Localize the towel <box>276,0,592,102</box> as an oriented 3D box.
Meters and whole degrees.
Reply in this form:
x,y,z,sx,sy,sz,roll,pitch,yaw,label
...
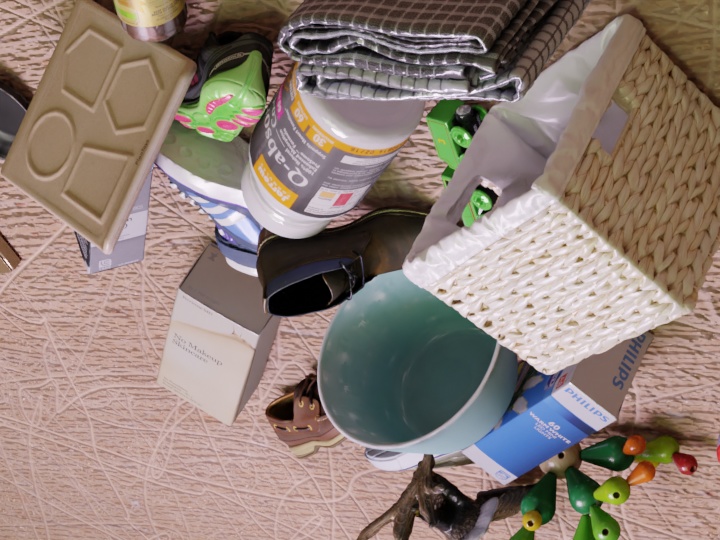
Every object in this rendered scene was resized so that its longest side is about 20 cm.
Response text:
x,y,z,sx,sy,sz,roll,pitch,yaw,label
0.058,-0.200,1.338,0.198,0.166,0.086,6,132,34,towel

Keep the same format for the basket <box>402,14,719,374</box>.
x,y,z,sx,sy,sz,roll,pitch,yaw,label
0.171,-0.051,1.398,0.161,0.199,0.200,40,145,-14,basket

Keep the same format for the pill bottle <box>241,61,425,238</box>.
x,y,z,sx,sy,sz,roll,pitch,yaw,label
-0.030,-0.114,1.554,0.116,0.117,0.200,35,145,-3,pill bottle

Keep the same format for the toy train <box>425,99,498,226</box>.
x,y,z,sx,sy,sz,roll,pitch,yaw,label
0.103,-0.068,1.571,0.056,0.042,0.201,19,144,37,toy train

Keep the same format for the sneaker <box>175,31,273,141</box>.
x,y,z,sx,sy,sz,roll,pitch,yaw,label
-0.123,-0.168,1.608,0.076,0.085,0.199,28,166,-24,sneaker

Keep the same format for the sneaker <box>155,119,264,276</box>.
x,y,z,sx,sy,sz,roll,pitch,yaw,label
-0.136,-0.061,1.733,0.198,0.081,0.147,26,141,1,sneaker

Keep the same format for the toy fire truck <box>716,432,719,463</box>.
x,y,z,sx,sy,sz,roll,pitch,yaw,label
0.392,0.214,1.670,0.200,0.049,0.141,41,145,-11,toy fire truck

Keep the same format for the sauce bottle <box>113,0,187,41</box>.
x,y,z,sx,sy,sz,roll,pitch,yaw,label
-0.193,-0.289,1.521,0.064,0.065,0.201,16,140,23,sauce bottle

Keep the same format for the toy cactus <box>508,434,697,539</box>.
x,y,z,sx,sy,sz,roll,pitch,yaw,label
0.216,0.206,1.739,0.102,0.200,0.165,43,-171,-42,toy cactus

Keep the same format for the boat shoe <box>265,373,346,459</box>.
x,y,z,sx,sy,sz,roll,pitch,yaw,label
-0.043,0.146,1.918,0.067,0.072,0.200,39,148,-12,boat shoe

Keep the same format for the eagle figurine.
x,y,z,sx,sy,sz,roll,pitch,yaw,label
0.103,0.254,1.813,0.151,0.152,0.200,-22,140,27,eagle figurine

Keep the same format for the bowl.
x,y,z,sx,sy,sz,roll,pitch,yaw,label
0.068,0.092,1.684,0.199,0.203,0.105,4,156,36,bowl

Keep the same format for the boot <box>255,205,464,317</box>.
x,y,z,sx,sy,sz,roll,pitch,yaw,label
0.000,0.000,1.635,0.197,0.097,0.075,-6,129,9,boot

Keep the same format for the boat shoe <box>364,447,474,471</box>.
x,y,z,sx,sy,sz,roll,pitch,yaw,label
0.084,0.181,1.861,0.062,0.072,0.199,43,144,-24,boat shoe

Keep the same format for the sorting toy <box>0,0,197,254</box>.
x,y,z,sx,sy,sz,roll,pitch,yaw,label
-0.236,-0.133,1.622,0.036,0.187,0.199,17,-168,-47,sorting toy

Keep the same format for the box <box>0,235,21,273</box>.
x,y,z,sx,sy,sz,roll,pitch,yaw,label
-0.502,-0.071,2.069,0.162,0.021,0.201,-4,131,42,box

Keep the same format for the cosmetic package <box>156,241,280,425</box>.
x,y,z,sx,sy,sz,roll,pitch,yaw,label
-0.149,0.071,1.913,0.103,0.073,0.201,29,146,7,cosmetic package

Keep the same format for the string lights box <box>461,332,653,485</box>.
x,y,z,sx,sy,sz,roll,pitch,yaw,label
0.183,0.118,1.673,0.059,0.103,0.200,36,145,-8,string lights box

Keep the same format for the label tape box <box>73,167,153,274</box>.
x,y,z,sx,sy,sz,roll,pitch,yaw,label
-0.247,-0.114,1.701,0.201,0.063,0.145,106,146,-57,label tape box

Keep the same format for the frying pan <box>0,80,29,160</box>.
x,y,z,sx,sy,sz,roll,pitch,yaw,label
-0.342,-0.147,1.839,0.188,0.031,0.116,18,143,15,frying pan
